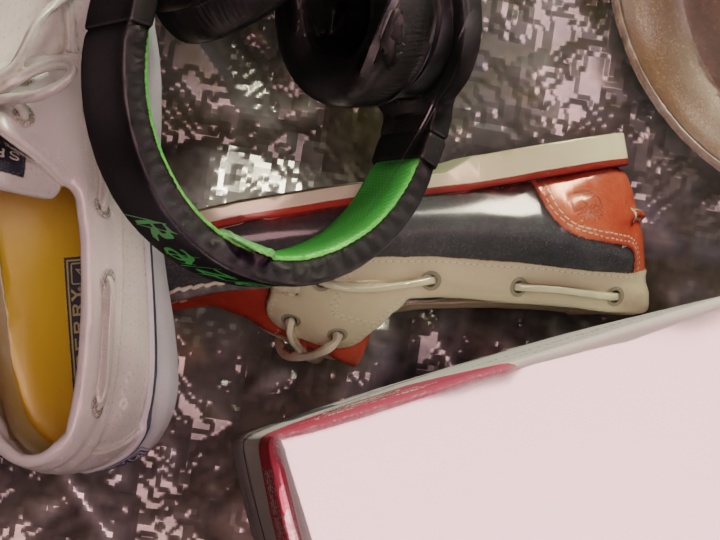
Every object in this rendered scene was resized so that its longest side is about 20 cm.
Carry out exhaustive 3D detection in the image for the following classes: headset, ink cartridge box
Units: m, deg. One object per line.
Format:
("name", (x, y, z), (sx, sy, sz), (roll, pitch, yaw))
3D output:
("headset", (-0.009, -0.094, 0.753), (0.123, 0.094, 0.201), (23, 74, -36))
("ink cartridge box", (0.042, 0.069, 0.765), (0.145, 0.200, 0.085), (-16, 86, -7))

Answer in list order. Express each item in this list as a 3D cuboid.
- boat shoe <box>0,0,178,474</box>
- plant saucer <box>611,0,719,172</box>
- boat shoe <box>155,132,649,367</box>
("boat shoe", (-0.108, -0.036, 0.758), (0.074, 0.086, 0.203), (-6, 89, 20))
("plant saucer", (0.183, -0.112, 0.837), (0.199, 0.032, 0.201), (-4, 80, 20))
("boat shoe", (0.000, 0.000, 0.831), (0.199, 0.071, 0.063), (-10, 92, -11))
